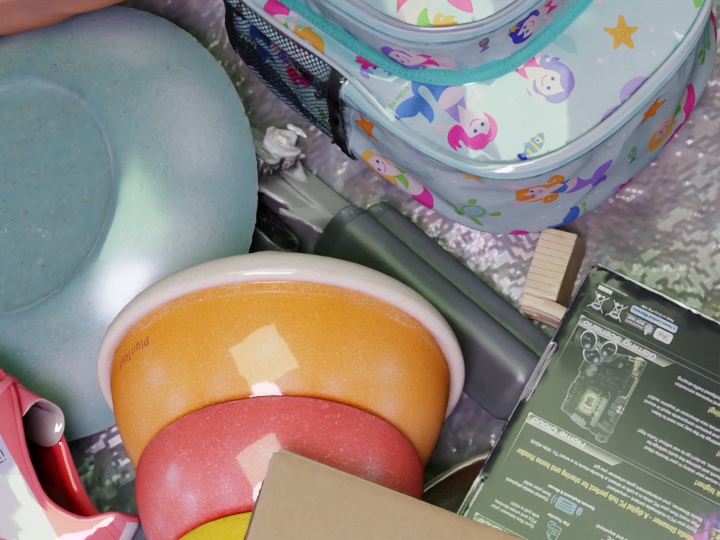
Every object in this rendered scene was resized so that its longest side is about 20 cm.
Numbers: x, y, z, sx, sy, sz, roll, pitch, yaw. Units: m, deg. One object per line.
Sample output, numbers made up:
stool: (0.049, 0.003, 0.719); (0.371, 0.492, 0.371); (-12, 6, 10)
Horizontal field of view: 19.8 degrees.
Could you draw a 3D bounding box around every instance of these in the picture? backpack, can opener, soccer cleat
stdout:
backpack: (0.050, -0.122, 0.863); (0.178, 0.151, 0.200); (-43, 74, -10)
can opener: (0.000, 0.000, 0.883); (0.200, 0.053, 0.067); (36, 112, 21)
soccer cleat: (-0.162, 0.057, 0.838); (0.073, 0.068, 0.200); (-44, 65, 12)

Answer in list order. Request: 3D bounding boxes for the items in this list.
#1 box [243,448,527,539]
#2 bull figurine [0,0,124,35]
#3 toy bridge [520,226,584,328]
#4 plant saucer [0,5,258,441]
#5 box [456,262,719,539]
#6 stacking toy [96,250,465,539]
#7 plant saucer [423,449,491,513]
box: (0.042, 0.163, 0.682); (0.200, 0.021, 0.164); (20, 54, -5)
bull figurine: (-0.157, -0.144, 0.910); (0.200, 0.065, 0.121); (-2, 43, 30)
toy bridge: (0.161, 0.040, 0.846); (0.200, 0.027, 0.067); (16, 75, 15)
plant saucer: (-0.140, -0.026, 0.888); (0.201, 0.039, 0.201); (-7, 73, 24)
box: (0.140, 0.112, 0.777); (0.200, 0.044, 0.160); (26, 75, 12)
stacking toy: (-0.032, 0.107, 0.771); (0.146, 0.146, 0.200); (-6, 53, 8)
plant saucer: (0.084, 0.167, 0.813); (0.200, 0.034, 0.200); (-3, 70, 9)
